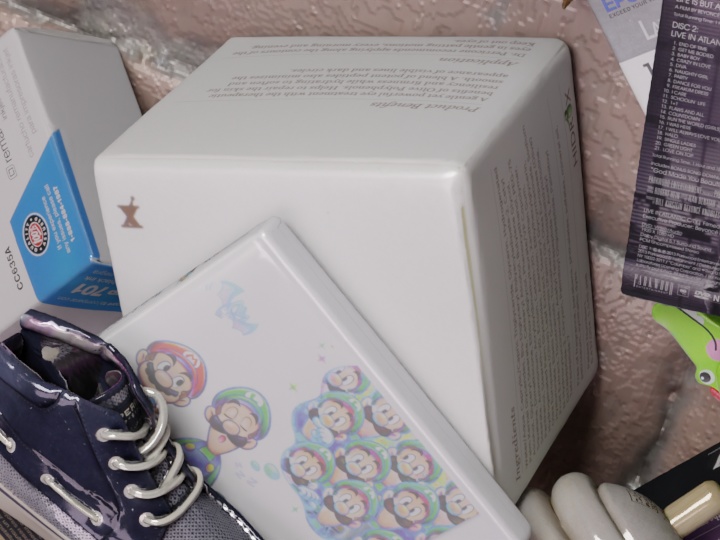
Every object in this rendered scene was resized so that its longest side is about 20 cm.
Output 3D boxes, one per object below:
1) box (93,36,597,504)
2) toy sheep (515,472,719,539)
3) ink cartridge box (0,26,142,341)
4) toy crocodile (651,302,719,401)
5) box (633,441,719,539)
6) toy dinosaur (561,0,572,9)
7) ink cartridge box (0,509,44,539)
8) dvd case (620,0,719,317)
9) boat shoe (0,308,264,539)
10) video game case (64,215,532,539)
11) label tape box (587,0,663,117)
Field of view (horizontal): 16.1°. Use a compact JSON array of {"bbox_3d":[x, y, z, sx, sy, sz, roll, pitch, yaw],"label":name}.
[{"bbox_3d":[0.000,0.000,1.299,0.198,0.171,0.201,2,116,23],"label":"box"},{"bbox_3d":[0.103,0.171,1.285,0.200,0.138,0.138,-38,98,2],"label":"toy sheep"},{"bbox_3d":[-0.202,-0.018,1.397,0.200,0.086,0.147,-34,67,31],"label":"ink cartridge box"},{"bbox_3d":[0.233,0.072,1.298,0.200,0.068,0.062,35,124,3],"label":"toy crocodile"},{"bbox_3d":[0.186,0.185,1.371,0.200,0.079,0.141,-34,101,33],"label":"box"},{"bbox_3d":[0.051,-0.189,1.209,0.200,0.107,0.060,21,138,-40],"label":"toy dinosaur"},{"bbox_3d":[-0.098,0.123,1.388,0.075,0.200,0.165,-32,101,33],"label":"ink cartridge box"},{"bbox_3d":[0.206,-0.064,1.193,0.148,0.016,0.201,13,118,16],"label":"dvd case"},{"bbox_3d":[-0.108,0.101,1.220,0.200,0.075,0.093,30,134,6],"label":"boat shoe"},{"bbox_3d":[-0.043,0.093,1.249,0.182,0.024,0.200,-33,101,35],"label":"video game case"},{"bbox_3d":[0.187,-0.139,1.213,0.144,0.063,0.200,-21,106,30],"label":"label tape box"}]
